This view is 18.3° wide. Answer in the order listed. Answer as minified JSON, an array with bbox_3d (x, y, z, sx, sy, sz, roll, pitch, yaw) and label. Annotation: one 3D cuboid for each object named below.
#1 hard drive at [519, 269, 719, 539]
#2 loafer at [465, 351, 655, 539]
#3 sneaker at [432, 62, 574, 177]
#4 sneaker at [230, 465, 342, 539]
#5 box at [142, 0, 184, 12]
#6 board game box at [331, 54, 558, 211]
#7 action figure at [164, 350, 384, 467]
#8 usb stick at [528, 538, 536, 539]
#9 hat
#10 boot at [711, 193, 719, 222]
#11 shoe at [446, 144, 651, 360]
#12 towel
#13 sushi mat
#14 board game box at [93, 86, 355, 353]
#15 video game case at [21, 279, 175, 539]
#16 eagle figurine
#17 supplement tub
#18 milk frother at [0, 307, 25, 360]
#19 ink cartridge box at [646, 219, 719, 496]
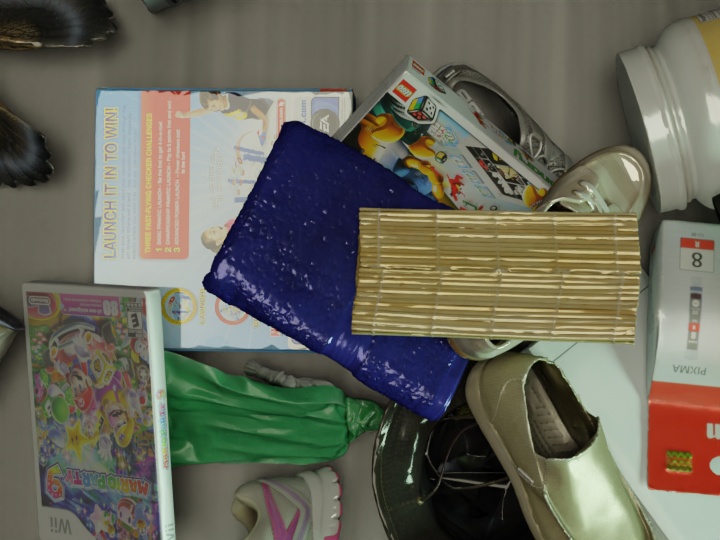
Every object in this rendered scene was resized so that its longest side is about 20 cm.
[{"bbox_3d":[0.221,0.109,1.670,0.132,0.027,0.200,-35,88,-34],"label":"hard drive"},{"bbox_3d":[0.149,0.144,1.602,0.076,0.068,0.200,-36,90,-30],"label":"loafer"},{"bbox_3d":[0.118,-0.073,1.680,0.200,0.082,0.075,45,91,2],"label":"sneaker"},{"bbox_3d":[-0.060,0.240,1.654,0.088,0.081,0.201,3,57,-11],"label":"sneaker"},{"bbox_3d":[-0.114,-0.323,1.679,0.183,0.105,0.201,-22,88,1],"label":"box"},{"bbox_3d":[0.069,-0.048,1.644,0.200,0.035,0.126,38,115,-13],"label":"board game box"},{"bbox_3d":[-0.080,0.108,1.686,0.199,0.055,0.118,3,122,6],"label":"action figure"},{"bbox_3d":[0.163,0.216,1.646,0.199,0.033,0.056,-8,102,-24],"label":"usb stick"},{"bbox_3d":[0.083,0.154,1.674,0.200,0.081,0.201,1,88,-23],"label":"hat"},{"bbox_3d":[0.351,0.012,1.585,0.138,0.077,0.200,-25,102,6],"label":"boot"},{"bbox_3d":[0.141,-0.012,1.582,0.070,0.053,0.200,44,76,-5],"label":"shoe"},{"bbox_3d":[0.000,0.000,1.600,0.200,0.050,0.148,30,72,-9],"label":"towel"},{"bbox_3d":[0.093,0.003,1.541,0.199,0.012,0.096,2,66,10],"label":"sushi mat"},{"bbox_3d":[-0.102,-0.038,1.701,0.195,0.056,0.201,1,90,2],"label":"board game box"},{"bbox_3d":[-0.196,0.110,1.669,0.143,0.018,0.201,3,99,42],"label":"video game case"},{"bbox_3d":[-0.307,-0.165,1.691,0.200,0.151,0.152,21,135,-26],"label":"eagle figurine"},{"bbox_3d":[0.299,-0.127,1.642,0.199,0.145,0.146,-16,89,2],"label":"supplement tub"},{"bbox_3d":[-0.378,0.078,1.641,0.180,0.200,0.188,29,90,6],"label":"milk frother"},{"bbox_3d":[0.292,0.066,1.649,0.162,0.050,0.201,6,66,-4],"label":"ink cartridge box"}]
